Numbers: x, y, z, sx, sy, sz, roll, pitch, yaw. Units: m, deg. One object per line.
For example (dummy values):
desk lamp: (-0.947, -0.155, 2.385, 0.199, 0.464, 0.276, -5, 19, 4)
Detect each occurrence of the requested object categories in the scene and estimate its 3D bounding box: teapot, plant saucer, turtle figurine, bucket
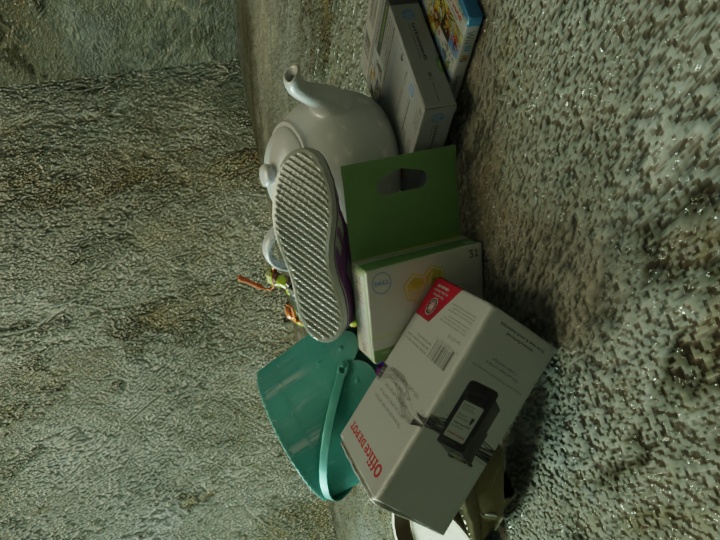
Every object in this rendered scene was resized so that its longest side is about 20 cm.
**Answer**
teapot: (-0.053, -0.115, 0.834, 0.196, 0.143, 0.205, -17, 85, 61)
plant saucer: (0.116, 0.380, 0.915, 0.199, 0.029, 0.204, 33, 135, 41)
turtle figurine: (-0.061, 0.018, 0.967, 0.163, 0.198, 0.065, -55, 14, 19)
bucket: (-0.026, 0.166, 0.846, 0.210, 0.133, 0.207, 59, -179, -1)

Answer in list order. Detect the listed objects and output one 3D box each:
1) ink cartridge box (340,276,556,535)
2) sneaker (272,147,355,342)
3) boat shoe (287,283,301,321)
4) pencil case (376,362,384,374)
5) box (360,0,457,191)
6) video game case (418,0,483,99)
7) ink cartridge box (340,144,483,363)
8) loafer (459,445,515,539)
ink cartridge box: (0.076, 0.123, 0.671, 0.202, 0.082, 0.145, -59, 17, 1)
sneaker: (-0.037, -0.038, 0.758, 0.114, 0.071, 0.205, -39, -53, -60)
boat shoe: (0.000, 0.000, 0.903, 0.065, 0.197, 0.071, 66, 169, -26)
pencil case: (0.027, 0.164, 1.052, 0.200, 0.087, 0.090, 45, -152, -66)
box: (0.049, -0.218, 0.800, 0.157, 0.040, 0.204, 103, 155, -63)
video game case: (0.081, -0.252, 0.760, 0.201, 0.017, 0.146, 102, 156, -62)
ink cartridge box: (0.059, -0.019, 0.738, 0.048, 0.143, 0.205, -147, 48, -60)
loafer: (0.136, 0.245, 0.767, 0.201, 0.066, 0.077, 69, 179, -57)
